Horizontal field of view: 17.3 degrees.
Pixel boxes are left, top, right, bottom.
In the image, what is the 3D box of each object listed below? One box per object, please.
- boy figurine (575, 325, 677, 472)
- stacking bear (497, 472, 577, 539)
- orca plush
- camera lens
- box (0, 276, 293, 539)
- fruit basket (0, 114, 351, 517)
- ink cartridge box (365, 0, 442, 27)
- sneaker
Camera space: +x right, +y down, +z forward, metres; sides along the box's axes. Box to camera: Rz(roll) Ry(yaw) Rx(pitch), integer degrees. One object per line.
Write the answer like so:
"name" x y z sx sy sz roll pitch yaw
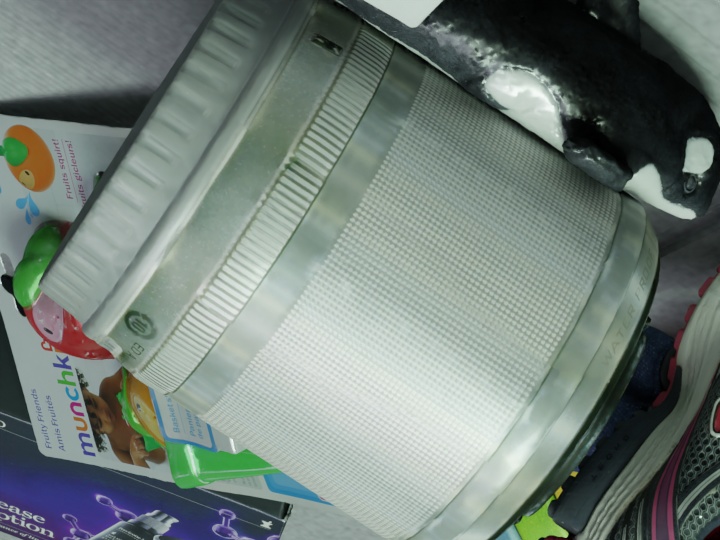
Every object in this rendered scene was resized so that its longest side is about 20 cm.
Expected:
"boy figurine" 0.059 0.044 1.016 0.199 0.125 0.064 17 163 41
"stacking bear" 0.121 0.093 1.070 0.113 0.122 0.199 34 137 -30
"orca plush" 0.066 -0.096 0.876 0.199 0.071 0.105 33 -169 -8
"camera lens" 0.000 0.000 0.889 0.199 0.161 0.160 33 146 -8
"box" -0.131 0.094 1.233 0.199 0.079 0.141 21 145 -1
"fruit basket" -0.100 0.021 1.056 0.199 0.094 0.187 5 119 32
"ink cartridge box" 0.013 -0.183 0.730 0.147 0.086 0.200 28 146 -13
"sneaker" 0.155 0.064 0.920 0.074 0.201 0.081 22 160 42
